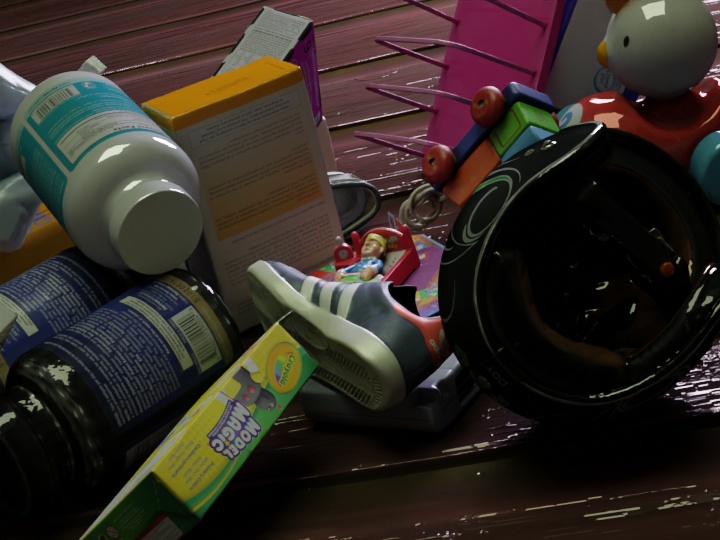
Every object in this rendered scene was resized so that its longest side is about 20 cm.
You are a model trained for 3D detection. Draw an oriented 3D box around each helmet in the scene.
[{"bbox_3d":[0.146,0.003,0.952,0.198,0.202,0.191,-14,1,4],"label":"helmet"}]

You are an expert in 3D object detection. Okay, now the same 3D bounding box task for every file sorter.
[{"bbox_3d":[0.090,-0.204,1.394,0.125,0.202,0.138,13,0,-40],"label":"file sorter"}]

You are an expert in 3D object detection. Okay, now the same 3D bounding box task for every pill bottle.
[{"bbox_3d":[-0.188,0.090,1.072,0.111,0.113,0.199,10,34,46],"label":"pill bottle"},{"bbox_3d":[-0.196,-0.073,1.150,0.110,0.112,0.200,-24,39,-19],"label":"pill bottle"},{"bbox_3d":[-0.243,0.050,1.177,0.199,0.113,0.111,-33,29,-34],"label":"pill bottle"}]

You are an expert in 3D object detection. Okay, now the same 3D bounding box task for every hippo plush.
[{"bbox_3d":[-0.320,-0.124,1.308,0.200,0.160,0.161,-42,19,-9],"label":"hippo plush"}]

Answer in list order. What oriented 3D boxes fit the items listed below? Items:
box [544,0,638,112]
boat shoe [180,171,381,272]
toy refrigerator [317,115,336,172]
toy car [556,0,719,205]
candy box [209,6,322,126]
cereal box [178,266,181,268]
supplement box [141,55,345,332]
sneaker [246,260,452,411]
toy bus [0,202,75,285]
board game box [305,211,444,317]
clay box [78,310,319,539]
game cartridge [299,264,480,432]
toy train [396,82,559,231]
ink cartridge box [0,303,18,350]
[{"bbox_3d":[0.231,-0.264,1.476,0.104,0.186,0.200,15,19,-13],"label":"box"},{"bbox_3d":[-0.072,-0.043,1.342,0.199,0.076,0.060,-28,20,-25],"label":"boat shoe"},{"bbox_3d":[-0.132,-0.108,1.539,0.198,0.071,0.076,-23,31,-15],"label":"toy refrigerator"},{"bbox_3d":[0.241,-0.167,1.248,0.175,0.202,0.185,-12,22,0],"label":"toy car"},{"bbox_3d":[-0.107,-0.138,1.414,0.060,0.137,0.201,18,54,18],"label":"candy box"},{"bbox_3d":[-0.264,0.024,1.361,0.143,0.040,0.200,0,28,33],"label":"cereal box"},{"bbox_3d":[-0.094,-0.064,1.242,0.125,0.202,0.073,-24,25,-23],"label":"supplement box"},{"bbox_3d":[-0.006,0.034,1.047,0.084,0.076,0.199,-29,36,-23],"label":"sneaker"},{"bbox_3d":[-0.270,-0.031,1.353,0.199,0.066,0.078,-28,26,-24],"label":"toy bus"},{"bbox_3d":[0.000,0.000,1.157,0.157,0.039,0.200,-24,20,-12],"label":"board game box"},{"bbox_3d":[-0.101,0.115,0.970,0.115,0.048,0.200,-44,3,39],"label":"clay box"},{"bbox_3d":[0.046,0.055,1.096,0.132,0.041,0.200,5,31,34],"label":"game cartridge"},{"bbox_3d":[0.103,-0.052,1.253,0.084,0.200,0.116,15,38,-37],"label":"toy train"},{"bbox_3d":[-0.334,0.110,1.013,0.083,0.201,0.146,32,30,-3],"label":"ink cartridge box"}]
